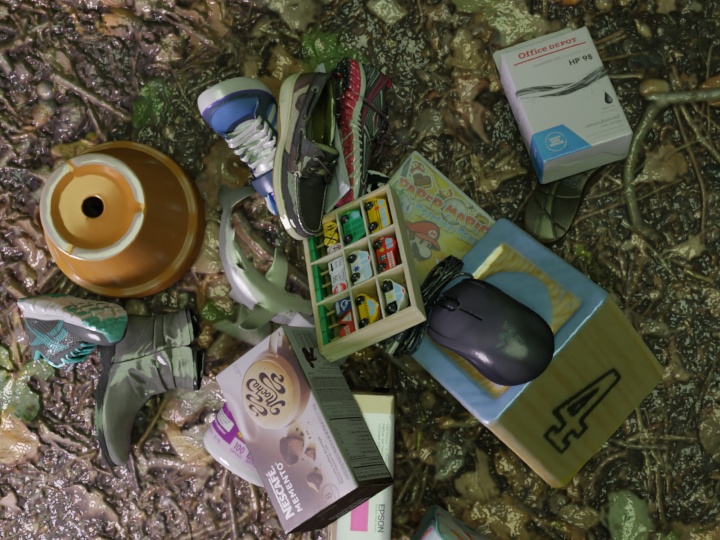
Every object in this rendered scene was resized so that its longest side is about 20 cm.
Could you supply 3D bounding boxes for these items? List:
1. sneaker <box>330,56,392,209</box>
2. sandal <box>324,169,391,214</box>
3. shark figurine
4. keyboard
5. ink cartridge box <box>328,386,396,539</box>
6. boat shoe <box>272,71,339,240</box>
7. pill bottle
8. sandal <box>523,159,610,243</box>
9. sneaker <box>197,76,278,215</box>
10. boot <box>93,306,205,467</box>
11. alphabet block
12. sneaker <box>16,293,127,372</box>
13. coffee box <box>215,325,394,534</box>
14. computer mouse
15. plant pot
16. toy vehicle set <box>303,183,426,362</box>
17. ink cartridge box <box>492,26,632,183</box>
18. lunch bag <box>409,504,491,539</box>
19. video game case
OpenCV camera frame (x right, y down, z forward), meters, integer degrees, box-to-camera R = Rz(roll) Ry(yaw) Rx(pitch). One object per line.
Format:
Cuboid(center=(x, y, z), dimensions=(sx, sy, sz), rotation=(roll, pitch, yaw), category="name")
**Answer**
Cuboid(center=(0.002, -0.169, 1.423), dimensions=(0.074, 0.081, 0.201), rotation=(14, 71, -27), category="sneaker")
Cuboid(center=(0.029, -0.092, 1.450), dimensions=(0.200, 0.048, 0.076), rotation=(3, 87, 1), category="sandal")
Cuboid(center=(-0.149, 0.000, 1.440), dimensions=(0.128, 0.089, 0.215), rotation=(-34, 95, -34), category="shark figurine")
Cuboid(center=(-0.045, -0.166, 1.416), dimensions=(0.011, 0.056, 0.201), rotation=(7, 54, -28), category="keyboard")
Cuboid(center=(0.004, 0.242, 1.373), dimensions=(0.075, 0.165, 0.201), rotation=(3, 87, 2), category="ink cartridge box")
Cuboid(center=(-0.059, -0.138, 1.348), dimensions=(0.066, 0.072, 0.202), rotation=(-5, 82, 35), category="boat shoe")
Cuboid(center=(-0.096, 0.155, 1.400), dimensions=(0.112, 0.112, 0.200), rotation=(33, 93, 3), category="pill bottle")
Cuboid(center=(0.269, -0.118, 1.441), dimensions=(0.082, 0.055, 0.200), rotation=(23, 80, 16), category="sandal")
Cuboid(center=(-0.112, -0.140, 1.378), dimensions=(0.080, 0.200, 0.147), rotation=(-28, 75, 12), category="sneaker")
Cuboid(center=(-0.262, 0.146, 1.433), dimensions=(0.130, 0.068, 0.201), rotation=(-1, 84, 3), category="boot")
Cuboid(center=(0.197, 0.098, 1.325), dimensions=(0.196, 0.200, 0.195), rotation=(-46, 46, 0), category="alphabet block")
Cuboid(center=(-0.350, 0.082, 1.407), dimensions=(0.077, 0.200, 0.092), rotation=(-8, 101, -42), category="sneaker")
Cuboid(center=(-0.063, 0.176, 1.269), dimensions=(0.113, 0.080, 0.200), rotation=(-36, 68, 25), category="coffee box")
Cuboid(center=(0.118, 0.058, 1.231), dimensions=(0.200, 0.053, 0.139), rotation=(25, 76, 42), category="computer mouse")
Cuboid(center=(-0.302, -0.068, 1.390), dimensions=(0.199, 0.183, 0.201), rotation=(0, 86, 1), category="plant pot")
Cuboid(center=(0.000, 0.000, 1.320), dimensions=(0.124, 0.027, 0.200), rotation=(-26, 46, 16), category="toy vehicle set")
Cuboid(center=(0.245, -0.222, 1.415), dimensions=(0.115, 0.067, 0.201), rotation=(-18, 68, 1), category="ink cartridge box")
Cuboid(center=(0.134, 0.357, 1.345), dimensions=(0.160, 0.200, 0.077), rotation=(34, 90, 1), category="lunch bag")
Cuboid(center=(0.086, -0.018, 1.422), dimensions=(0.200, 0.023, 0.182), rotation=(41, 75, -6), category="video game case")
